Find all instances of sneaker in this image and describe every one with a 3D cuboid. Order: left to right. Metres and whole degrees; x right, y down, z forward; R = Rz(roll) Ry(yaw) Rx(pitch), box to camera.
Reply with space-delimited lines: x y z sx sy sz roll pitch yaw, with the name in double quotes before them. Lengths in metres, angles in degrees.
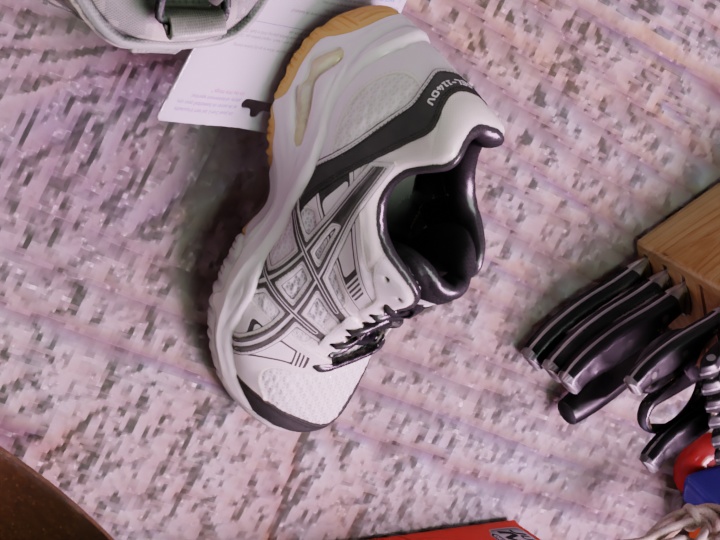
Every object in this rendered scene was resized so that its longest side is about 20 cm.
"sneaker" 0.000 0.000 1.079 0.076 0.088 0.200 -27 144 -37

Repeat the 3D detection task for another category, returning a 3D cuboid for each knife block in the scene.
"knife block" 0.165 0.003 1.279 0.200 0.175 0.064 -81 162 -51

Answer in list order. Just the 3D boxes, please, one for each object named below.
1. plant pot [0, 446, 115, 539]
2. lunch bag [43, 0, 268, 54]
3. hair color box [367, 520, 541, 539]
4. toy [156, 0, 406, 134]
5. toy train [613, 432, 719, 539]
"plant pot" -0.187 0.172 0.981 0.187 0.187 0.200 24 109 -46
"lunch bag" -0.095 -0.165 0.856 0.139 0.200 0.168 -1 109 -38
"hair color box" 0.003 0.173 1.212 0.200 0.061 0.102 -4 114 -41
"toy" -0.009 -0.147 1.037 0.115 0.047 0.200 4 120 -56
"toy train" 0.172 0.145 1.342 0.200 0.085 0.116 -13 133 -36
